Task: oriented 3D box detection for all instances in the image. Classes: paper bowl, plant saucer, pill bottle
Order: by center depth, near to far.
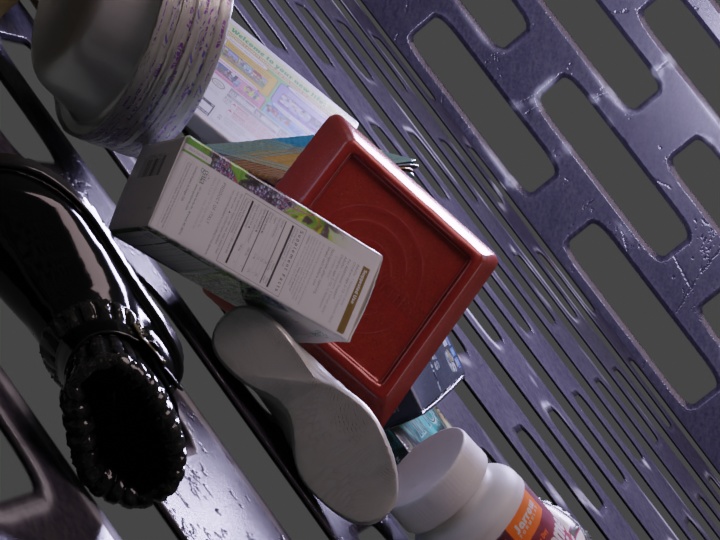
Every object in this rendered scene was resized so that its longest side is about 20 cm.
[{"bbox_3d":[-0.190,-0.199,1.465,0.104,0.201,0.201,19,28,-29],"label":"paper bowl"},{"bbox_3d":[0.115,0.233,1.543,0.200,0.109,0.110,48,13,-16],"label":"pill bottle"},{"bbox_3d":[0.000,0.000,1.555,0.199,0.201,0.037,41,-20,-11],"label":"plant saucer"}]

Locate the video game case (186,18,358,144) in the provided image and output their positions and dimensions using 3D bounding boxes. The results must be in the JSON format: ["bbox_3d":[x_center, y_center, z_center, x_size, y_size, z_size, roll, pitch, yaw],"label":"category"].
[{"bbox_3d":[-0.106,-0.163,1.861,0.199,0.022,0.183,38,35,-8],"label":"video game case"}]

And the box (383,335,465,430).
[{"bbox_3d":[0.018,0.030,1.654,0.202,0.051,0.158,65,21,-1],"label":"box"}]

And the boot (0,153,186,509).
[{"bbox_3d":[-0.177,0.033,1.120,0.211,0.079,0.158,48,13,-18],"label":"boot"}]

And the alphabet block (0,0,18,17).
[{"bbox_3d":[-0.304,-0.307,1.345,0.196,0.199,0.196,52,12,2],"label":"alphabet block"}]

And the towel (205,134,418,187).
[{"bbox_3d":[-0.062,-0.101,1.734,0.146,0.022,0.199,17,18,38],"label":"towel"}]

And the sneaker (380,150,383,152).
[{"bbox_3d":[-0.050,-0.125,1.962,0.199,0.076,0.076,27,28,32],"label":"sneaker"}]

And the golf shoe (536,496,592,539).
[{"bbox_3d":[0.186,0.292,1.723,0.088,0.077,0.201,20,32,-54],"label":"golf shoe"}]

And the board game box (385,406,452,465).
[{"bbox_3d":[0.040,0.140,1.723,0.136,0.028,0.200,52,13,2],"label":"board game box"}]

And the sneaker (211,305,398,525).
[{"bbox_3d":[-0.035,0.112,1.453,0.201,0.075,0.088,53,1,10],"label":"sneaker"}]

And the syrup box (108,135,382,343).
[{"bbox_3d":[-0.088,-0.020,1.442,0.199,0.082,0.078,30,-17,-27],"label":"syrup box"}]

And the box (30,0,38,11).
[{"bbox_3d":[-0.246,-0.250,1.737,0.164,0.021,0.199,55,24,18],"label":"box"}]
